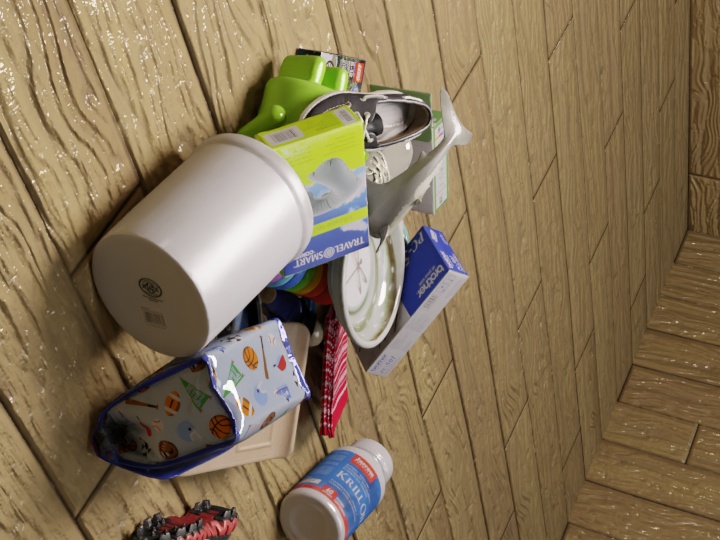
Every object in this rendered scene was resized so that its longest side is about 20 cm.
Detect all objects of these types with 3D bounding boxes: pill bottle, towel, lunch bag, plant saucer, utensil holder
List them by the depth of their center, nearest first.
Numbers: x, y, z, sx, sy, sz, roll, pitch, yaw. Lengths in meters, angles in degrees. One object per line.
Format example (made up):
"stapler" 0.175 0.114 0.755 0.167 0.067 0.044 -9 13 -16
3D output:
"utensil holder" -0.172 -0.029 1.423 0.200 0.168 0.172 -47 143 -43
"lunch bag" -0.184 0.154 1.471 0.170 0.198 0.125 -21 89 -61
"plant saucer" 0.000 0.000 1.716 0.200 0.049 0.204 5 90 -66
"towel" -0.034 0.130 1.932 0.145 0.022 0.203 -67 162 -66
"pill bottle" -0.030 0.337 1.986 0.200 0.111 0.114 -39 137 -54

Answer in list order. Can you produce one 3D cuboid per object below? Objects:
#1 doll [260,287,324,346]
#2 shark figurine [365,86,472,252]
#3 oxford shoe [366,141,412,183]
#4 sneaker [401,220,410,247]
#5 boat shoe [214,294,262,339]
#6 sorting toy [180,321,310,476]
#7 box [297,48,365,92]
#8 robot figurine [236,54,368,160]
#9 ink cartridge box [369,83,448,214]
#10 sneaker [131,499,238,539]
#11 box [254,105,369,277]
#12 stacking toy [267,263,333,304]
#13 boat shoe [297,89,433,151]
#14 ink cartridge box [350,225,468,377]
"doll" -0.095 0.066 1.780 0.200 0.048 0.138 37 70 -64
"shark figurine" 0.043 -0.112 1.574 0.215 0.089 0.128 -50 -177 33
"oxford shoe" 0.012 -0.128 1.754 0.199 0.057 0.076 -36 105 -39
"sneaker" 0.016 -0.099 1.890 0.140 0.076 0.203 -126 -154 -76
"boat shoe" -0.140 0.097 1.582 0.069 0.066 0.203 -17 114 -39
"sorting toy" -0.158 0.159 1.660 0.198 0.036 0.188 -1 104 -44
"box" -0.053 -0.190 1.750 0.136 0.037 0.203 -9 111 -64
"robot figurine" -0.077 -0.162 1.617 0.174 0.115 0.203 19 84 -48
"ink cartridge box" 0.074 -0.191 1.945 0.059 0.102 0.202 -47 142 -47
"sneaker" -0.220 0.350 1.628 0.200 0.070 0.100 4 96 -67
"box" -0.053 -0.082 1.528 0.120 0.048 0.202 -20 130 -19
"stacking toy" -0.083 0.000 1.680 0.199 0.084 0.087 32 74 -54
"boat shoe" 0.008 -0.177 1.574 0.198 0.060 0.075 -13 113 -46
"ink cartridge box" 0.061 0.044 1.821 0.044 0.095 0.201 17 122 -40
